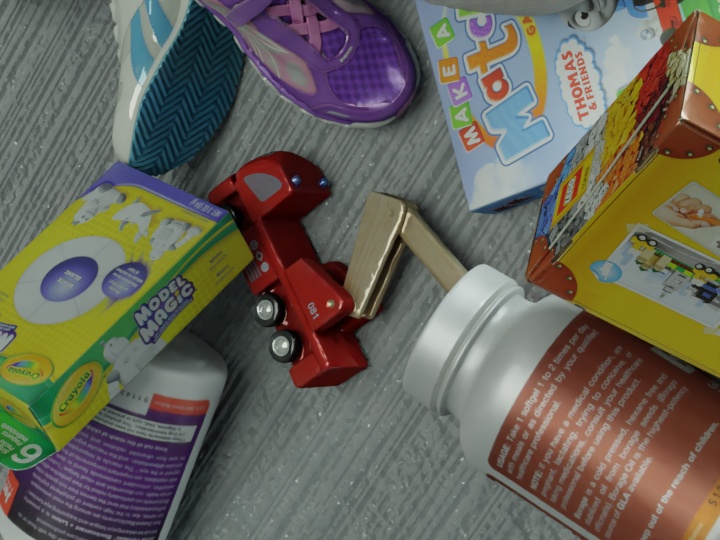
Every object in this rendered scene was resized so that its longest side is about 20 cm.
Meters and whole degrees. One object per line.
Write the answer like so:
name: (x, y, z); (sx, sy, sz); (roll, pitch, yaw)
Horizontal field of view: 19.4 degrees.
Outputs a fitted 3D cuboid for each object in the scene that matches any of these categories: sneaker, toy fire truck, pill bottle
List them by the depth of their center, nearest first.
pill bottle: (0.127, 0.083, 1.139); (0.200, 0.112, 0.112); (33, 108, 16)
sneaker: (-0.050, -0.161, 1.263); (0.200, 0.088, 0.081); (41, 89, 0)
toy fire truck: (0.000, 0.000, 1.284); (0.141, 0.049, 0.201); (-35, 70, 28)
pill bottle: (-0.169, 0.133, 1.357); (0.111, 0.111, 0.201); (29, 105, 30)
sneaker: (-0.124, -0.160, 1.359); (0.081, 0.076, 0.201); (14, 90, 39)

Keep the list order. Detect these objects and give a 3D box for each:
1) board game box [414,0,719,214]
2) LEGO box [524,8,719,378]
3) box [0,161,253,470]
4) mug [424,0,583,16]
board game box: (0.133, -0.134, 1.204); (0.199, 0.037, 0.152); (-21, 79, 33)
LEGO box: (0.206, -0.016, 1.036); (0.149, 0.199, 0.077); (-50, 17, 49)
box: (-0.174, 0.027, 1.278); (0.117, 0.048, 0.200); (23, 62, 41)
mug: (0.041, -0.235, 1.107); (0.147, 0.175, 0.201); (-25, 79, 32)
